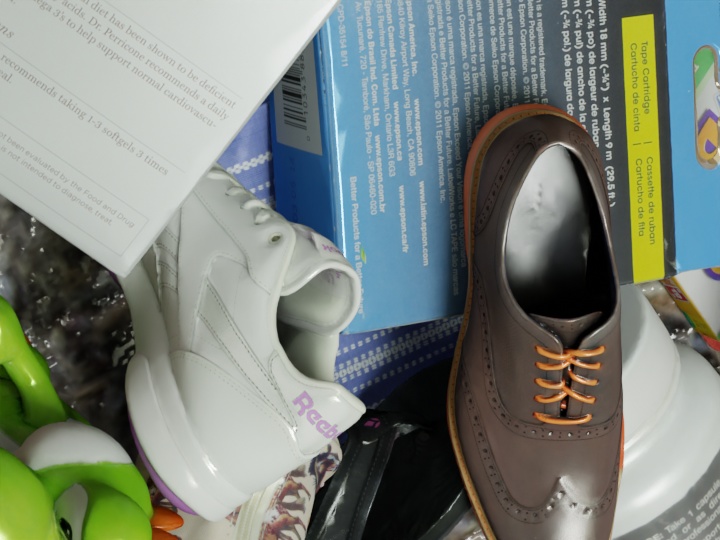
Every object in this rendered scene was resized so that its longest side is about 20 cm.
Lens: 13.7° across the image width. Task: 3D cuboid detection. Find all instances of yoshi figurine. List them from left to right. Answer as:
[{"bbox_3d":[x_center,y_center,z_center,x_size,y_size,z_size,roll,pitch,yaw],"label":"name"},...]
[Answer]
[{"bbox_3d":[-0.148,0.074,1.126,0.112,0.200,0.112,-34,118,-13],"label":"yoshi figurine"}]

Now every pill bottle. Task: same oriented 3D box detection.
[{"bbox_3d":[0.126,0.102,1.315,0.113,0.113,0.200,-41,124,-10],"label":"pill bottle"}]

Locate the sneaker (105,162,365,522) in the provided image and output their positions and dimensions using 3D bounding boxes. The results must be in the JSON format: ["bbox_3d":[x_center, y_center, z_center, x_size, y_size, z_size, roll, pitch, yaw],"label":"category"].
[{"bbox_3d":[-0.048,-0.002,1.149,0.100,0.200,0.075,-28,145,17],"label":"sneaker"}]

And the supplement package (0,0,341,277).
[{"bbox_3d":[-0.069,-0.121,1.046,0.117,0.117,0.200,36,103,-13],"label":"supplement package"}]

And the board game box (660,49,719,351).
[{"bbox_3d":[0.149,-0.058,1.339,0.096,0.030,0.200,-43,121,-9],"label":"board game box"}]

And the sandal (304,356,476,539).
[{"bbox_3d":[-0.022,0.107,1.245,0.200,0.075,0.048,-41,135,8],"label":"sandal"}]

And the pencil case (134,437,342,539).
[{"bbox_3d":[-0.067,0.141,1.165,0.078,0.089,0.200,31,62,-28],"label":"pencil case"}]

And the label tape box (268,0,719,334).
[{"bbox_3d":[0.064,-0.062,1.243,0.200,0.063,0.144,-9,103,-24],"label":"label tape box"}]

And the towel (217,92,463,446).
[{"bbox_3d":[0.000,0.000,1.286,0.145,0.024,0.200,-24,116,-21],"label":"towel"}]

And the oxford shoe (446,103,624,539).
[{"bbox_3d":[0.071,0.037,1.180,0.071,0.073,0.200,-7,100,-5],"label":"oxford shoe"}]
